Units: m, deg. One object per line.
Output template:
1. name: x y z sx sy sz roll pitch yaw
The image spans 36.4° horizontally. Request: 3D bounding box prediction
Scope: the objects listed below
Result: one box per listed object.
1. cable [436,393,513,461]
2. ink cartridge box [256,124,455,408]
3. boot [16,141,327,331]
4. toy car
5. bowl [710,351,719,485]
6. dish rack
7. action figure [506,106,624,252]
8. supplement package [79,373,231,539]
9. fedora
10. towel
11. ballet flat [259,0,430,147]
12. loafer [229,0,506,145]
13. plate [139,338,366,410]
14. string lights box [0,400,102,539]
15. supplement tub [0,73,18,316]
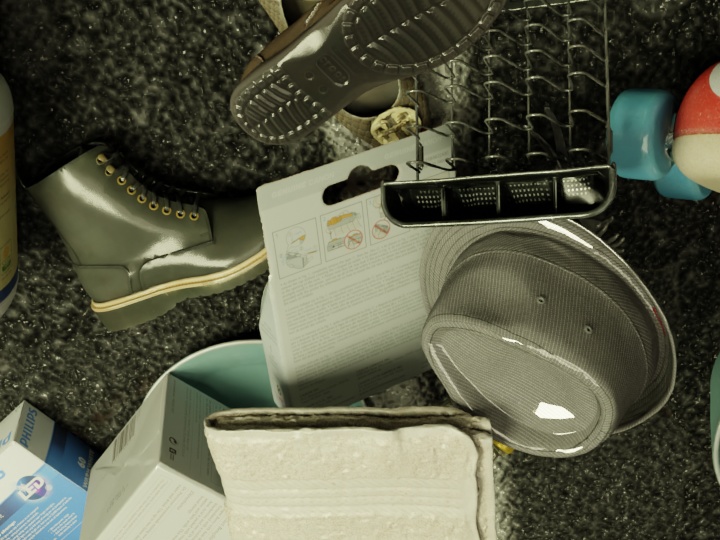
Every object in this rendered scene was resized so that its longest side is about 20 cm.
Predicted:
1. cable: 0.150 0.075 0.922 0.200 0.050 0.097 -41 99 4
2. ink cartridge box: 0.000 0.000 0.815 0.161 0.057 0.202 -21 118 -22
3. boot: -0.137 -0.051 0.795 0.199 0.078 0.139 -26 114 8
4. toy car: 0.287 -0.147 0.734 0.176 0.183 0.202 9 90 -54
5. bowl: 0.372 0.103 0.908 0.199 0.105 0.202 -2 121 -4
6. dish rack: 0.091 -0.128 0.709 0.152 0.054 0.202 -2 85 23
7. action figure: 0.145 -0.016 0.816 0.101 0.119 0.201 19 128 17
8. supplement package: -0.108 0.201 0.883 0.199 0.120 0.121 33 110 -22
9. fedora: 0.110 0.053 0.744 0.199 0.090 0.177 37 134 5
10. towel: -0.003 0.155 0.761 0.198 0.035 0.134 -2 119 10
11. ballet flat: -0.016 -0.155 0.758 0.067 0.046 0.200 -30 118 13
12. loafer: 0.000 -0.156 0.689 0.199 0.071 0.073 -24 130 22
13. plate: -0.090 0.137 0.932 0.198 0.026 0.202 -2 121 -4
14. string lights box: -0.246 0.213 0.941 0.103 0.059 0.200 -39 116 16
15. supplement tub: -0.303 -0.066 0.726 0.143 0.145 0.202 4 120 -8
